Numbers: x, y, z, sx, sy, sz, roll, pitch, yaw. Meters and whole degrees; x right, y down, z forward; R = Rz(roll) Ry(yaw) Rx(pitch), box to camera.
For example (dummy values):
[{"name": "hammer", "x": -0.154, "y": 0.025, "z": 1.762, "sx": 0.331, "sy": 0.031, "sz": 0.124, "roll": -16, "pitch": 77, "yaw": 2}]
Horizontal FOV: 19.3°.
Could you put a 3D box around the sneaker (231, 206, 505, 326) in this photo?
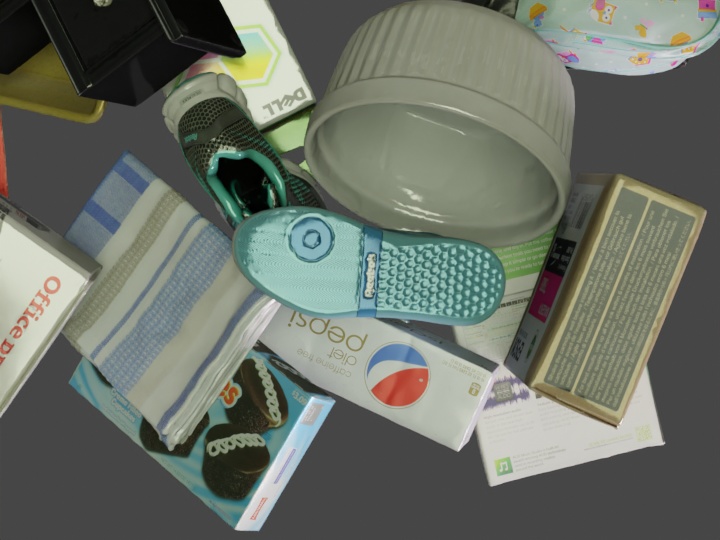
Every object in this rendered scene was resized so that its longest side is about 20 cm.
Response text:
[{"name": "sneaker", "x": 0.000, "y": 0.000, "z": 1.560, "sx": 0.199, "sy": 0.131, "sz": 0.080, "roll": 13, "pitch": 90, "yaw": -6}]

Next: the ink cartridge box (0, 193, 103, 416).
[{"name": "ink cartridge box", "x": -0.312, "y": 0.003, "z": 1.562, "sx": 0.200, "sy": 0.083, "sz": 0.147, "roll": 36, "pitch": 95, "yaw": -3}]

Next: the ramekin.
[{"name": "ramekin", "x": 0.065, "y": -0.111, "z": 1.559, "sx": 0.199, "sy": 0.200, "sz": 0.106, "roll": 17, "pitch": 64, "yaw": -3}]

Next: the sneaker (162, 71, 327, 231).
[{"name": "sneaker", "x": -0.078, "y": -0.054, "z": 1.573, "sx": 0.077, "sy": 0.091, "sz": 0.200, "roll": -34, "pitch": 133, "yaw": 8}]

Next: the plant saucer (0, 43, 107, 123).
[{"name": "plant saucer", "x": -0.245, "y": -0.222, "z": 1.584, "sx": 0.199, "sy": 0.048, "sz": 0.201, "roll": 14, "pitch": 93, "yaw": 26}]

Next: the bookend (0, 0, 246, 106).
[{"name": "bookend", "x": -0.217, "y": -0.188, "z": 1.492, "sx": 0.200, "sy": 0.092, "sz": 0.199, "roll": -33, "pitch": 74, "yaw": 22}]

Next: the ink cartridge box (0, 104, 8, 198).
[{"name": "ink cartridge box", "x": -0.366, "y": -0.033, "z": 1.624, "sx": 0.199, "sy": 0.045, "sz": 0.177, "roll": -6, "pitch": 95, "yaw": -2}]

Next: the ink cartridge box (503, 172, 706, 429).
[{"name": "ink cartridge box", "x": 0.173, "y": 0.016, "z": 1.533, "sx": 0.075, "sy": 0.200, "sz": 0.166, "roll": 23, "pitch": 91, "yaw": -3}]

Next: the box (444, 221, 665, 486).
[{"name": "box", "x": 0.146, "y": 0.054, "z": 1.652, "sx": 0.143, "sy": 0.036, "sz": 0.201, "roll": -13, "pitch": 95, "yaw": -1}]

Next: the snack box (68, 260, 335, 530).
[{"name": "snack box", "x": -0.122, "y": 0.091, "z": 1.584, "sx": 0.200, "sy": 0.037, "sz": 0.117, "roll": 36, "pitch": 101, "yaw": 32}]

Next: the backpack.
[{"name": "backpack", "x": 0.181, "y": -0.215, "z": 1.590, "sx": 0.199, "sy": 0.127, "sz": 0.168, "roll": 10, "pitch": 90, "yaw": -6}]

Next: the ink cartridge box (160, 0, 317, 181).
[{"name": "ink cartridge box", "x": -0.099, "y": -0.148, "z": 1.617, "sx": 0.103, "sy": 0.059, "sz": 0.201, "roll": -26, "pitch": 94, "yaw": 0}]

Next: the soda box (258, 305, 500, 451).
[{"name": "soda box", "x": 0.003, "y": 0.064, "z": 1.614, "sx": 0.199, "sy": 0.064, "sz": 0.068, "roll": 25, "pitch": 97, "yaw": 8}]

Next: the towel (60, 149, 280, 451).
[{"name": "towel", "x": -0.158, "y": 0.019, "z": 1.585, "sx": 0.200, "sy": 0.024, "sz": 0.147, "roll": 42, "pitch": 100, "yaw": 31}]
